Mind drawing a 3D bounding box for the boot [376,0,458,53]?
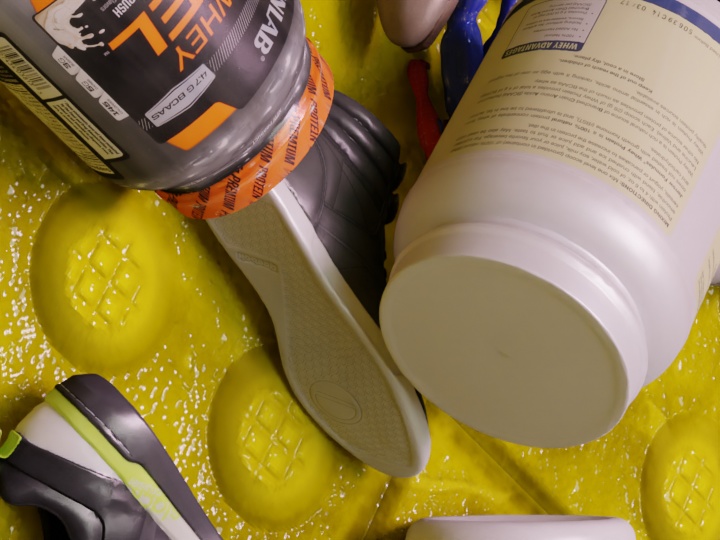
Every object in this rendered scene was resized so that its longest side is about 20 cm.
[{"bbox_3d":[-0.001,-0.224,1.426,0.146,0.070,0.201,27,64,-38],"label":"boot"}]

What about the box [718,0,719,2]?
[{"bbox_3d":[0.154,-0.245,1.484,0.200,0.123,0.198,35,50,-46],"label":"box"}]

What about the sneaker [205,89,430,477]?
[{"bbox_3d":[0.000,0.000,1.406,0.099,0.070,0.201,-51,124,-39],"label":"sneaker"}]

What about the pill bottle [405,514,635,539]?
[{"bbox_3d":[0.079,0.222,1.440,0.115,0.115,0.201,2,87,-45],"label":"pill bottle"}]

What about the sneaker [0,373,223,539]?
[{"bbox_3d":[-0.104,0.135,1.311,0.083,0.072,0.201,-38,115,-13],"label":"sneaker"}]

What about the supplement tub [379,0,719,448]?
[{"bbox_3d":[0.102,-0.031,1.378,0.145,0.144,0.200,54,46,-28],"label":"supplement tub"}]

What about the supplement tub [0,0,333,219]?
[{"bbox_3d":[-0.107,-0.119,1.269,0.200,0.122,0.123,44,58,-34],"label":"supplement tub"}]

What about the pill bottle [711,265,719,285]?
[{"bbox_3d":[0.199,-0.048,1.579,0.199,0.113,0.114,3,85,-45],"label":"pill bottle"}]

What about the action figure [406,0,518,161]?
[{"bbox_3d":[0.058,-0.091,1.486,0.065,0.052,0.201,10,84,-39],"label":"action figure"}]
